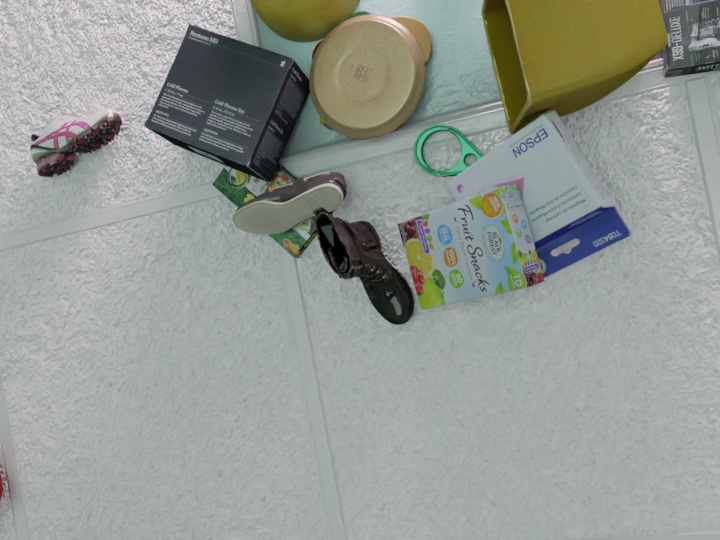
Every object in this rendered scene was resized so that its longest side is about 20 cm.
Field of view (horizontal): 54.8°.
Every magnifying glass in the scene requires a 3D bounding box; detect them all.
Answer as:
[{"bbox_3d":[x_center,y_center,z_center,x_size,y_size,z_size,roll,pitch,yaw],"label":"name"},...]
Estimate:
[{"bbox_3d":[0.177,-0.167,1.067,0.200,0.022,0.080,22,99,18],"label":"magnifying glass"}]

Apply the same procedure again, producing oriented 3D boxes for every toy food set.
[{"bbox_3d":[0.009,-0.308,1.099,0.198,0.049,0.200,10,96,17],"label":"toy food set"}]

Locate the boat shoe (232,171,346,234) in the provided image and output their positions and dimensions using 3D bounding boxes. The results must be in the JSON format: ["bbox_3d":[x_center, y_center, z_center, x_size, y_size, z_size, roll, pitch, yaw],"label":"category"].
[{"bbox_3d":[-0.112,-0.109,1.127,0.200,0.057,0.067,-14,124,21],"label":"boat shoe"}]

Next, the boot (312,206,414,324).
[{"bbox_3d":[0.000,0.000,1.047,0.069,0.174,0.200,-31,83,16],"label":"boot"}]

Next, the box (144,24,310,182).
[{"bbox_3d":[-0.210,-0.269,1.126,0.200,0.104,0.182,23,89,15],"label":"box"}]

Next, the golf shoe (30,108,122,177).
[{"bbox_3d":[-0.523,-0.250,1.258,0.200,0.073,0.092,-25,83,17],"label":"golf shoe"}]

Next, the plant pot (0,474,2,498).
[{"bbox_3d":[-0.800,0.432,1.315,0.182,0.200,0.201,-37,81,7],"label":"plant pot"}]

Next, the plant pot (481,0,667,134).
[{"bbox_3d":[0.289,-0.321,0.942,0.200,0.194,0.196,-14,88,4],"label":"plant pot"}]

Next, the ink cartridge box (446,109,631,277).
[{"bbox_3d":[0.244,-0.089,0.982,0.196,0.043,0.200,-35,85,46],"label":"ink cartridge box"}]

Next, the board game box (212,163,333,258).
[{"bbox_3d":[-0.149,-0.124,1.171,0.200,0.023,0.105,40,105,12],"label":"board game box"}]

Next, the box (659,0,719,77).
[{"bbox_3d":[0.488,-0.377,0.941,0.157,0.050,0.201,-6,90,18],"label":"box"}]

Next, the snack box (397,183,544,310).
[{"bbox_3d":[0.155,-0.029,1.014,0.200,0.053,0.143,-16,90,47],"label":"snack box"}]

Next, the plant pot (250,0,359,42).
[{"bbox_3d":[-0.107,-0.476,1.080,0.200,0.142,0.201,1,93,17],"label":"plant pot"}]
